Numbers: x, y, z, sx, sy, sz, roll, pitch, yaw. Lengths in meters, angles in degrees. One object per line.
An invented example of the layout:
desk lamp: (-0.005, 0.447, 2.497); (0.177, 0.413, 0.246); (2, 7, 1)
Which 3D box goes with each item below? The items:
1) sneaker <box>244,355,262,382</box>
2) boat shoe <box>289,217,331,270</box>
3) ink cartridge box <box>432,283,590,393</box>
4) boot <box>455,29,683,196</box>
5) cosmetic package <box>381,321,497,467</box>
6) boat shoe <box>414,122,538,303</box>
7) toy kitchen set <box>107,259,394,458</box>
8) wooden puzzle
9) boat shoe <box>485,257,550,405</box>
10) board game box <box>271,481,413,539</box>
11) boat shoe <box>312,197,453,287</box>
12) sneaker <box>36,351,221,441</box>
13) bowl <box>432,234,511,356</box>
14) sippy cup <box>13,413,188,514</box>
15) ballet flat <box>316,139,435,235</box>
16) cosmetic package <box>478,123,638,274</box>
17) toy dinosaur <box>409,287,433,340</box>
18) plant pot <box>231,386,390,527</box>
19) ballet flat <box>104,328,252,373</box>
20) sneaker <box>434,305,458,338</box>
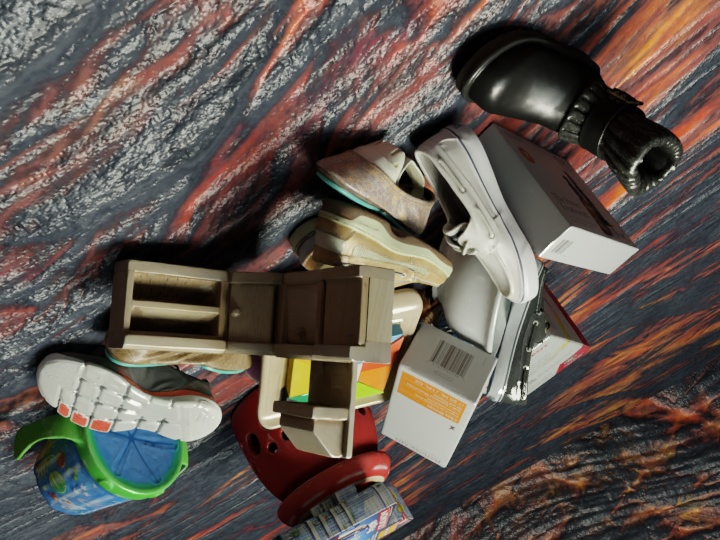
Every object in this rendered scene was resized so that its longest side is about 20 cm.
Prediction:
sneaker: (-0.049, 0.083, 0.946); (0.199, 0.081, 0.089); (-24, 159, -3)
boat shoe: (0.000, 0.000, 0.853); (0.075, 0.069, 0.200); (-43, 151, 23)
ink cartridge box: (0.230, 0.095, 1.159); (0.145, 0.145, 0.200); (-40, 152, 19)
boot: (0.204, -0.145, 0.715); (0.210, 0.158, 0.080); (-8, 145, -38)
cosmetic package: (0.093, 0.161, 0.949); (0.071, 0.101, 0.200); (-56, 165, -32)
boat shoe: (0.117, -0.048, 0.772); (0.066, 0.201, 0.072); (-30, -163, -17)
toy kitchen set: (-0.099, 0.076, 0.656); (0.180, 0.164, 0.200); (8, 171, -36)
wooden puzzle: (-0.026, 0.112, 0.882); (0.184, 0.037, 0.201); (-10, 139, -18)
boat shoe: (0.222, 0.084, 1.016); (0.069, 0.056, 0.201); (-12, 118, -81)
board game box: (-0.019, 0.343, 1.023); (0.199, 0.062, 0.200); (-23, 151, -21)
boat shoe: (0.019, -0.008, 0.769); (0.200, 0.072, 0.076); (23, 87, -45)
sneaker: (-0.248, 0.124, 0.813); (0.200, 0.082, 0.077); (26, 114, -31)
bowl: (0.144, 0.000, 0.932); (0.201, 0.090, 0.202); (14, 90, -75)
sippy cup: (-0.295, 0.212, 0.861); (0.130, 0.178, 0.140); (-32, -164, 25)
ballet flat: (0.022, -0.090, 0.747); (0.067, 0.068, 0.200); (-55, 155, 5)
cosmetic package: (0.220, -0.077, 0.856); (0.052, 0.151, 0.200); (-46, 150, 25)
toy dinosaur: (0.052, 0.072, 1.032); (0.136, 0.102, 0.200); (-42, 141, -21)
plant pot: (-0.063, 0.255, 1.100); (0.200, 0.183, 0.201); (-25, 152, -15)
ballet flat: (-0.178, 0.067, 0.811); (0.200, 0.068, 0.073); (14, 110, -49)
sneaker: (0.136, 0.085, 1.036); (0.090, 0.078, 0.201); (-23, 131, -81)
